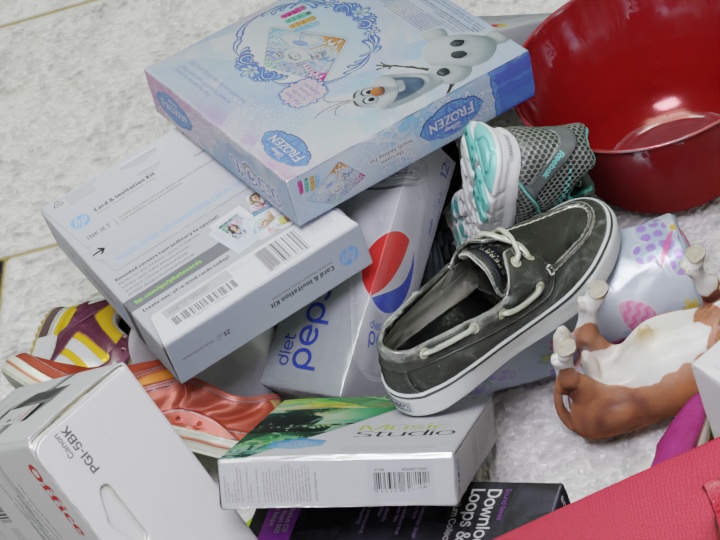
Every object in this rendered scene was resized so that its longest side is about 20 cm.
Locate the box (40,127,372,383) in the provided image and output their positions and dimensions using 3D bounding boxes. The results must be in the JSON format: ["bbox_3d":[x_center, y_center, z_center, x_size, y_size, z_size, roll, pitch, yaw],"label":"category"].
[{"bbox_3d":[-0.108,-0.024,1.659,0.156,0.041,0.200,-33,42,-14],"label":"box"}]

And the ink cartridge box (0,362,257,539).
[{"bbox_3d":[-0.170,0.145,1.531,0.083,0.147,0.200,-41,12,-25],"label":"ink cartridge box"}]

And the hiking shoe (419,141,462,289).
[{"bbox_3d":[0.024,-0.059,1.782,0.086,0.075,0.200,-9,42,15],"label":"hiking shoe"}]

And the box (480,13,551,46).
[{"bbox_3d":[0.047,-0.169,1.850,0.199,0.041,0.156,0,10,28],"label":"box"}]

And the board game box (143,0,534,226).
[{"bbox_3d":[-0.017,-0.131,1.686,0.199,0.043,0.200,-29,40,-19],"label":"board game box"}]

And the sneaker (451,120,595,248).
[{"bbox_3d":[0.114,-0.042,1.650,0.091,0.200,0.078,-11,70,-8],"label":"sneaker"}]

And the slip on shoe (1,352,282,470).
[{"bbox_3d":[-0.145,0.088,1.650,0.199,0.074,0.061,15,75,0],"label":"slip on shoe"}]

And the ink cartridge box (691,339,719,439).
[{"bbox_3d":[0.306,0.049,1.491,0.200,0.117,0.067,-37,43,-16],"label":"ink cartridge box"}]

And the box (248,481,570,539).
[{"bbox_3d":[0.017,0.187,1.461,0.199,0.036,0.143,-1,42,21],"label":"box"}]

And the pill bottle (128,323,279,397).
[{"bbox_3d":[-0.087,-0.003,1.745,0.111,0.112,0.200,-4,43,22],"label":"pill bottle"}]

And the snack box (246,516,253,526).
[{"bbox_3d":[-0.048,0.222,1.521,0.200,0.053,0.142,-39,41,-19],"label":"snack box"}]

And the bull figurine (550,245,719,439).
[{"bbox_3d":[0.212,0.046,1.549,0.200,0.122,0.065,-25,43,7],"label":"bull figurine"}]

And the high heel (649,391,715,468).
[{"bbox_3d":[0.156,0.149,1.489,0.096,0.068,0.200,10,52,23],"label":"high heel"}]

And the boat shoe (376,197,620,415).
[{"bbox_3d":[0.090,0.010,1.544,0.071,0.064,0.200,29,60,38],"label":"boat shoe"}]

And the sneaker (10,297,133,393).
[{"bbox_3d":[-0.191,0.091,1.721,0.090,0.075,0.200,-13,42,18],"label":"sneaker"}]

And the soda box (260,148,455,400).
[{"bbox_3d":[0.000,0.000,1.678,0.068,0.063,0.201,9,73,31],"label":"soda box"}]

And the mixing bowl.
[{"bbox_3d":[0.214,-0.113,1.724,0.200,0.109,0.200,-13,41,11],"label":"mixing bowl"}]

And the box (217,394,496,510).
[{"bbox_3d":[0.002,0.111,1.514,0.144,0.036,0.200,-2,6,10],"label":"box"}]

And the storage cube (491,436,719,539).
[{"bbox_3d":[0.182,0.221,1.304,0.179,0.200,0.171,-25,40,7],"label":"storage cube"}]

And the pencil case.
[{"bbox_3d":[0.133,0.029,1.624,0.199,0.091,0.083,-19,59,7],"label":"pencil case"}]
